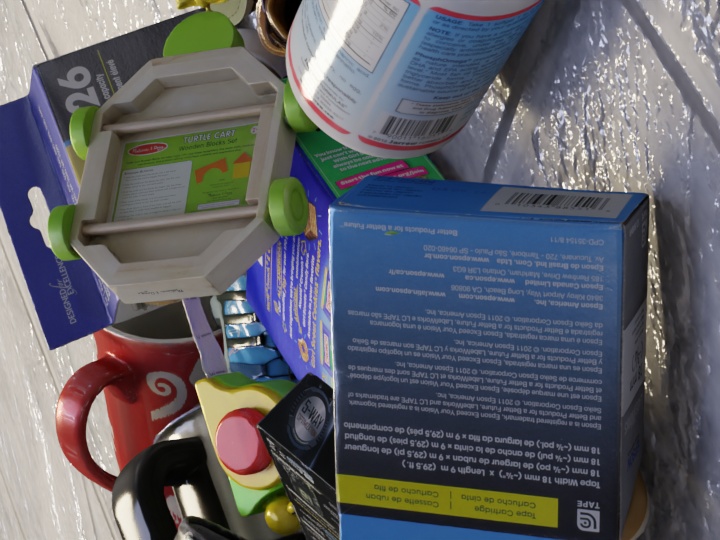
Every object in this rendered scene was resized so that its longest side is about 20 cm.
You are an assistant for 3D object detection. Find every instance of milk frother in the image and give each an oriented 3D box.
[{"bbox_3d":[-0.045,0.165,1.374,0.199,0.180,0.189,-30,68,22],"label":"milk frother"}]

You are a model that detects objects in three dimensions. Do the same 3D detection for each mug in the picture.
[{"bbox_3d":[-0.155,0.096,1.527,0.134,0.177,0.201,-127,28,-47],"label":"mug"}]

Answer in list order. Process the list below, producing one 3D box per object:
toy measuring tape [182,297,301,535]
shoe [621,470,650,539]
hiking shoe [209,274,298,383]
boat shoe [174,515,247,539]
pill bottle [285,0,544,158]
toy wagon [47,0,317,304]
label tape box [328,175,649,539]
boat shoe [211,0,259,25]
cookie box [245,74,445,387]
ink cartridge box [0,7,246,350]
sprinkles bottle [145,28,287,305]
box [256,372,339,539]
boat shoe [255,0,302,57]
[{"bbox_3d":[-0.067,0.068,1.277,0.074,0.073,0.201,-39,67,66],"label":"toy measuring tape"},{"bbox_3d":[0.096,0.109,1.081,0.200,0.053,0.070,18,81,59],"label":"shoe"},{"bbox_3d":[-0.062,0.038,1.376,0.200,0.074,0.087,-118,28,-43],"label":"hiking shoe"},{"bbox_3d":[-0.040,0.203,1.226,0.199,0.072,0.068,20,95,38],"label":"boat shoe"},{"bbox_3d":[0.038,-0.149,0.990,0.109,0.108,0.200,68,153,21],"label":"pill bottle"},{"bbox_3d":[-0.097,-0.077,1.178,0.040,0.154,0.201,52,-141,-52],"label":"toy wagon"},{"bbox_3d":[0.062,0.061,0.982,0.063,0.143,0.201,-43,-45,-65],"label":"label tape box"},{"bbox_3d":[-0.068,-0.214,1.286,0.072,0.060,0.201,55,163,4],"label":"boat shoe"},{"bbox_3d":[0.000,0.000,1.211,0.200,0.075,0.172,-125,30,-45],"label":"cookie box"},{"bbox_3d":[-0.150,-0.070,1.378,0.047,0.199,0.198,87,161,-64],"label":"ink cartridge box"},{"bbox_3d":[-0.099,-0.069,1.278,0.068,0.068,0.200,103,-171,-48],"label":"sprinkles bottle"},{"bbox_3d":[0.040,0.160,1.085,0.200,0.044,0.160,37,162,28],"label":"box"},{"bbox_3d":[-0.029,-0.163,1.204,0.200,0.067,0.072,177,81,-68],"label":"boat shoe"}]
